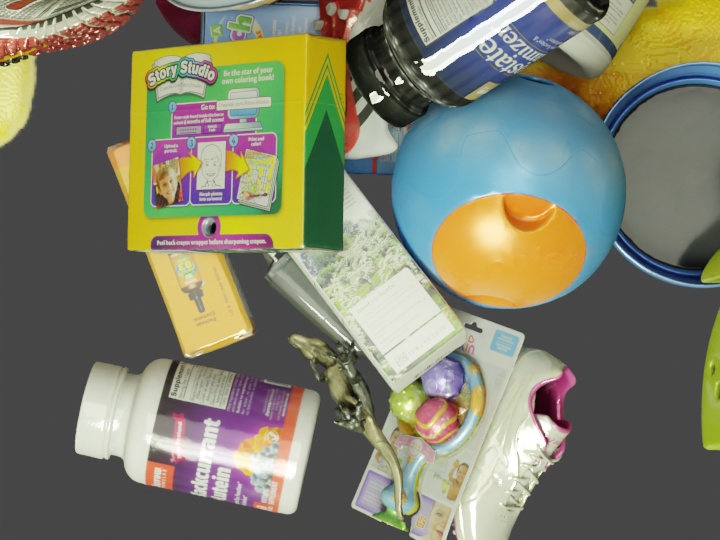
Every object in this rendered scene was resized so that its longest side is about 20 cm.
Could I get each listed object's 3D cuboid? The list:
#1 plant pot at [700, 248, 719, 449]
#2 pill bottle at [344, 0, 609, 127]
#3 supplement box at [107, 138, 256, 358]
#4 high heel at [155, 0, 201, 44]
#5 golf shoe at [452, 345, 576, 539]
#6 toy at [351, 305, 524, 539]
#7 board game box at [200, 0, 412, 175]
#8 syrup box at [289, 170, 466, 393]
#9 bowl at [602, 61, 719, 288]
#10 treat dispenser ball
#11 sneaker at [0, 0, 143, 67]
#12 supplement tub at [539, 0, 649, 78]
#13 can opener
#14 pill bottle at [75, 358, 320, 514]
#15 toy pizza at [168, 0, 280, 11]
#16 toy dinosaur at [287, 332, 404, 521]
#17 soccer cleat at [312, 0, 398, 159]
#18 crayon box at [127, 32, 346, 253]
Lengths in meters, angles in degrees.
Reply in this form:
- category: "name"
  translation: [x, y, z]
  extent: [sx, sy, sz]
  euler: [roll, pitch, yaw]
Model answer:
- category: "plant pot"
  translation: [0.411, 0.052, 1.669]
  extent: [0.199, 0.200, 0.182]
  euler: [-1, 80, -27]
- category: "pill bottle"
  translation: [0.090, -0.201, 1.591]
  extent: [0.200, 0.112, 0.112]
  euler: [-32, 89, 25]
- category: "supplement box"
  translation: [-0.157, -0.025, 1.754]
  extent: [0.066, 0.069, 0.200]
  euler: [-21, 87, 0]
- category: "high heel"
  translation: [-0.090, -0.280, 1.758]
  extent: [0.096, 0.067, 0.200]
  euler: [38, 91, -8]
- category: "golf shoe"
  translation: [0.134, 0.163, 1.732]
  extent: [0.091, 0.075, 0.201]
  euler: [8, 89, 38]
- category: "toy"
  translation: [0.056, 0.130, 1.729]
  extent: [0.115, 0.047, 0.200]
  euler: [20, 91, 43]
- category: "board game box"
  translation: [-0.043, -0.161, 1.744]
  extent: [0.199, 0.037, 0.152]
  euler: [1, 103, -9]
- category: "syrup box"
  translation: [0.000, 0.000, 1.691]
  extent: [0.079, 0.081, 0.200]
  euler: [-37, 80, -3]
- category: "bowl"
  translation: [0.303, -0.085, 1.770]
  extent: [0.200, 0.039, 0.201]
  euler: [0, 89, -1]
- category: "treat dispenser ball"
  translation: [0.126, -0.067, 1.689]
  extent: [0.200, 0.201, 0.201]
  euler: [0, 88, 0]
- category: "sneaker"
  translation: [-0.287, -0.235, 1.753]
  extent: [0.200, 0.078, 0.082]
  euler: [-14, 87, -1]
- category: "supplement tub"
  translation: [0.198, -0.285, 1.723]
  extent: [0.145, 0.145, 0.200]
  euler: [32, 88, 1]
- category: "can opener"
  translation: [-0.053, -0.008, 1.760]
  extent: [0.200, 0.053, 0.067]
  euler: [42, 82, -2]
- category: "pill bottle"
  translation: [-0.142, 0.139, 1.726]
  extent: [0.199, 0.111, 0.112]
  euler: [12, 88, 0]
- category: "toy pizza"
  translation: [-0.080, -0.280, 1.704]
  extent: [0.200, 0.200, 0.032]
  euler: [-27, 128, -1]
- category: "toy dinosaur"
  translation: [-0.006, 0.115, 1.710]
  extent: [0.047, 0.088, 0.200]
  euler: [-27, 61, -5]
- category: "soccer cleat"
  translation: [0.006, -0.194, 1.696]
  extent: [0.085, 0.069, 0.201]
  euler: [6, 89, -38]
- category: "crayon box"
  translation: [-0.104, -0.102, 1.642]
  extent: [0.200, 0.058, 0.173]
  euler: [0, 87, 39]
